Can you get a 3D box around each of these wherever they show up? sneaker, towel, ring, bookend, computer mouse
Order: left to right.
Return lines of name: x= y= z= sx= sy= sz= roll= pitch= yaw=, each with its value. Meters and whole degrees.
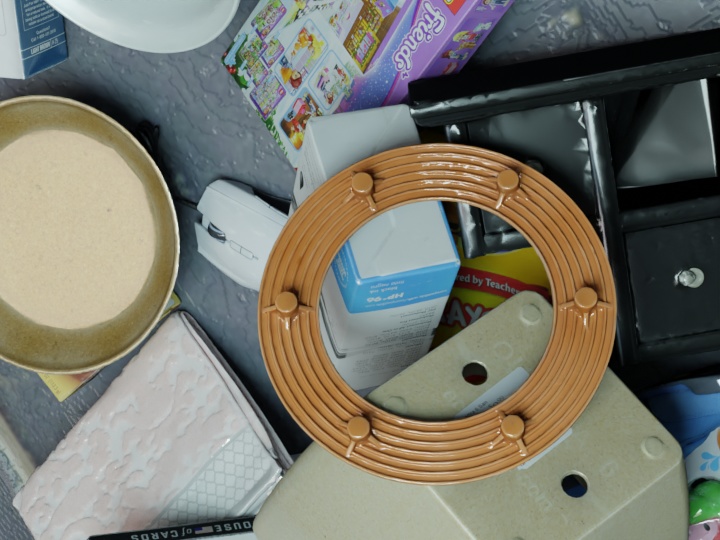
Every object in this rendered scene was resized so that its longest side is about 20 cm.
towel: x=-0.153 y=0.156 z=1.330 sx=0.200 sy=0.032 sz=0.191 roll=-48 pitch=49 yaw=8
computer mouse: x=-0.087 y=-0.027 z=1.306 sx=0.199 sy=0.044 sz=0.110 roll=19 pitch=117 yaw=20
ring: x=0.041 y=0.018 z=1.004 sx=0.200 sy=0.201 sz=0.019 roll=29 pitch=163 yaw=14
bookend: x=0.141 y=-0.028 z=1.105 sx=0.198 sy=0.092 sz=0.200 roll=-9 pitch=104 yaw=3
sneaker: x=0.189 y=0.113 z=1.182 sx=0.200 sy=0.066 sz=0.079 roll=-28 pitch=76 yaw=47

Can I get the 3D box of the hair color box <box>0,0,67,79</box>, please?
hair color box: x=-0.274 y=-0.243 z=1.305 sx=0.099 sy=0.060 sz=0.202 roll=7 pitch=114 yaw=25

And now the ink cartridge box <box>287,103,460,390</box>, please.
ink cartridge box: x=0.000 y=0.000 z=1.156 sx=0.200 sy=0.067 sz=0.117 roll=105 pitch=152 yaw=-61

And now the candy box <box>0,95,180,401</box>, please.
candy box: x=-0.242 y=-0.016 z=1.385 sx=0.116 sy=0.056 sz=0.200 roll=-38 pitch=92 yaw=32

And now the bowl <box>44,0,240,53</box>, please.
bowl: x=-0.147 y=-0.248 z=1.200 sx=0.200 sy=0.091 sz=0.202 roll=19 pitch=142 yaw=15

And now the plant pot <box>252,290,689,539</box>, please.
plant pot: x=0.078 y=0.133 z=1.073 sx=0.200 sy=0.199 sz=0.177 roll=49 pitch=153 yaw=19

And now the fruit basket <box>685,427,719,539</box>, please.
fruit basket: x=0.248 y=0.197 z=1.188 sx=0.200 sy=0.094 sz=0.186 roll=36 pitch=113 yaw=21

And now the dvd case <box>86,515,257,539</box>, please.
dvd case: x=-0.113 y=0.265 z=1.276 sx=0.149 sy=0.025 sz=0.201 roll=-5 pitch=116 yaw=-15

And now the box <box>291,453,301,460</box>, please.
box: x=-0.077 y=0.211 z=1.364 sx=0.199 sy=0.101 sz=0.113 roll=-13 pitch=103 yaw=31

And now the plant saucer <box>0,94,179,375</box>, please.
plant saucer: x=-0.218 y=-0.027 z=1.317 sx=0.199 sy=0.035 sz=0.202 roll=3 pitch=102 yaw=14

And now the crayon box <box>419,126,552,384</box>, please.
crayon box: x=0.086 y=-0.014 z=1.216 sx=0.126 sy=0.051 sz=0.202 roll=12 pitch=115 yaw=24

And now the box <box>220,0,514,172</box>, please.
box: x=0.002 y=-0.157 z=1.181 sx=0.200 sy=0.039 sz=0.137 roll=-51 pitch=61 yaw=33
